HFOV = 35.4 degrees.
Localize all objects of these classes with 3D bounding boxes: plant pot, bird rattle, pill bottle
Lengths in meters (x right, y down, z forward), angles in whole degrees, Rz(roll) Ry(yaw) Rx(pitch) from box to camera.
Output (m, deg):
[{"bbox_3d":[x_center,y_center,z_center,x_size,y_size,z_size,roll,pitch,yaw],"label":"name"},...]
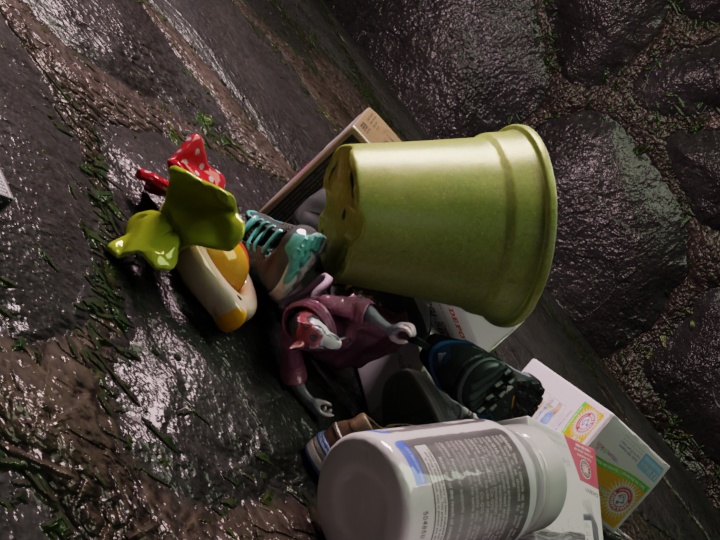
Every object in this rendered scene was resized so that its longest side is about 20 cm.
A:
[{"bbox_3d":[0.063,-0.049,1.087,0.184,0.201,0.201,4,34,-18],"label":"plant pot"},{"bbox_3d":[-0.149,-0.023,1.007,0.163,0.112,0.200,60,-2,-13],"label":"bird rattle"},{"bbox_3d":[0.073,0.183,0.935,0.200,0.114,0.114,1,47,-41],"label":"pill bottle"}]

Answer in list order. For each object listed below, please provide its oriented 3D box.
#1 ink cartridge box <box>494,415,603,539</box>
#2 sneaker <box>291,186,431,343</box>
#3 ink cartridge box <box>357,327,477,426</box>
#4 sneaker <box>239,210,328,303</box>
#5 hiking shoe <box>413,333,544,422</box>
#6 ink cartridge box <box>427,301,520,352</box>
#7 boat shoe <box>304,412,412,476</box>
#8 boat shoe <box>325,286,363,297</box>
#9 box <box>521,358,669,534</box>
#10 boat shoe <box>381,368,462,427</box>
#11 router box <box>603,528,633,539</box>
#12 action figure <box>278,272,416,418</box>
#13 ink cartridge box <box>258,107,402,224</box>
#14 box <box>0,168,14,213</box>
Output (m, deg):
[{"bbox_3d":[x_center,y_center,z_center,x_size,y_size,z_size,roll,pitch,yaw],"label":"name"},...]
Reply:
[{"bbox_3d":[0.166,0.257,1.074,0.146,0.085,0.201,29,53,-45],"label":"ink cartridge box"},{"bbox_3d":[0.000,0.000,1.193,0.200,0.084,0.074,57,-10,6],"label":"sneaker"},{"bbox_3d":[0.087,0.147,1.274,0.200,0.084,0.144,45,15,-31],"label":"ink cartridge box"},{"bbox_3d":[-0.093,-0.020,1.090,0.091,0.078,0.200,38,-14,-7],"label":"sneaker"},{"bbox_3d":[0.124,0.110,1.129,0.087,0.074,0.200,37,-5,31],"label":"hiking shoe"},{"bbox_3d":[0.084,0.008,1.355,0.200,0.083,0.147,12,-46,53],"label":"ink cartridge box"},{"bbox_3d":[0.033,0.182,1.032,0.200,0.072,0.072,34,21,-54],"label":"boat shoe"},{"bbox_3d":[-0.009,0.025,1.309,0.202,0.086,0.075,84,-17,-55],"label":"boat shoe"},{"bbox_3d":[0.248,0.201,1.319,0.112,0.101,0.200,41,-1,-21],"label":"box"},{"bbox_3d":[0.087,0.191,1.139,0.065,0.074,0.202,-18,76,-52],"label":"boat shoe"},{"bbox_3d":[0.245,0.299,1.359,0.157,0.052,0.200,37,2,37],"label":"router box"},{"bbox_3d":[-0.027,0.046,1.065,0.149,0.134,0.200,54,11,16],"label":"action figure"},{"bbox_3d":[-0.032,-0.111,1.382,0.075,0.165,0.200,47,13,-7],"label":"ink cartridge box"},{"bbox_3d":[-0.332,-0.130,0.713,0.200,0.047,0.193,28,24,-57],"label":"box"}]
